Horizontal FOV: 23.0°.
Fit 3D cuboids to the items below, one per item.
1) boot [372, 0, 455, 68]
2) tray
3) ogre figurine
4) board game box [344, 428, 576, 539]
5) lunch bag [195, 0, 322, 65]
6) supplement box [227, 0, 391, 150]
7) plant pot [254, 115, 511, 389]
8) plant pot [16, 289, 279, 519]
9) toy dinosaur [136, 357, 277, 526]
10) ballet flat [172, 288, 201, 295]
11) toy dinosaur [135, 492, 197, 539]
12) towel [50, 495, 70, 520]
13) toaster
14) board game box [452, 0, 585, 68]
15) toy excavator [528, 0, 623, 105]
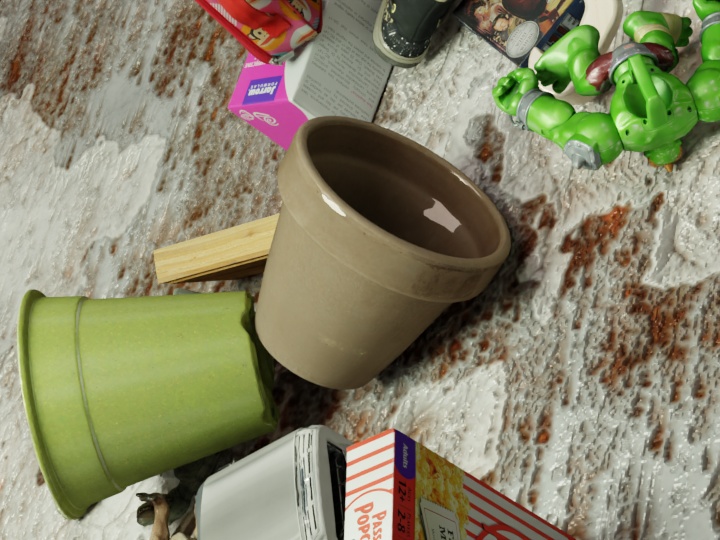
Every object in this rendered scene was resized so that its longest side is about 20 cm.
[{"bbox_3d":[0.072,-0.304,1.629,0.154,0.073,0.204,132,152,-65],"label":"boot"},{"bbox_3d":[-0.088,-0.022,1.626,0.200,0.098,0.037,-15,82,44],"label":"tray"},{"bbox_3d":[0.211,-0.142,1.365,0.199,0.098,0.120,-8,48,-10],"label":"ogre figurine"},{"bbox_3d":[0.070,0.215,1.175,0.046,0.200,0.152,-27,46,34],"label":"board game box"},{"bbox_3d":[-0.114,-0.283,1.604,0.082,0.200,0.177,-32,43,21],"label":"lunch bag"},{"bbox_3d":[-0.032,-0.221,1.714,0.101,0.103,0.201,-2,63,47],"label":"supplement box"},{"bbox_3d":[0.000,0.000,1.460,0.175,0.200,0.200,-61,32,26],"label":"plant pot"},{"bbox_3d":[-0.172,0.097,1.518,0.189,0.200,0.201,-11,47,3],"label":"plant pot"},{"bbox_3d":[-0.142,0.144,1.613,0.200,0.047,0.088,-55,40,-2],"label":"toy dinosaur"},{"bbox_3d":[-0.196,0.103,1.663,0.063,0.067,0.200,22,62,11],"label":"ballet flat"},{"bbox_3d":[-0.147,0.266,1.499,0.200,0.085,0.136,-116,20,-71],"label":"toy dinosaur"},{"bbox_3d":[-0.266,0.140,1.764,0.148,0.036,0.200,-44,37,18],"label":"towel"},{"bbox_3d":[-0.051,0.212,1.397,0.129,0.114,0.201,-32,40,24],"label":"toaster"},{"bbox_3d":[0.181,-0.274,1.561,0.200,0.035,0.136,-52,36,7],"label":"board game box"},{"bbox_3d":[0.187,-0.265,1.459,0.194,0.100,0.200,-38,65,18],"label":"toy excavator"}]
